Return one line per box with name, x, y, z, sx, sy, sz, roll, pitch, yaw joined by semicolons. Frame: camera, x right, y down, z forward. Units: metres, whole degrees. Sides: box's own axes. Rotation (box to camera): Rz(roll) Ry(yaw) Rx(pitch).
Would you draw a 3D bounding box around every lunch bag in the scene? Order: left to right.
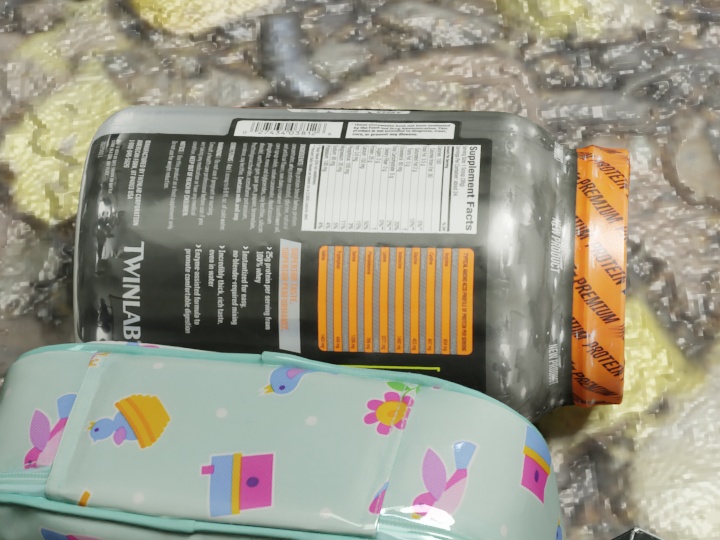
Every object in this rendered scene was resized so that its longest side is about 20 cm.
lunch bag;-0.025;0.102;0.833;0.200;0.161;0.077;6;52;16

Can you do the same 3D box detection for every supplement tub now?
supplement tub;0.000;0.000;0.916;0.200;0.123;0.123;2;57;6

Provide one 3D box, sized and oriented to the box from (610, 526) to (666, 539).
box;0.143;0.192;0.763;0.200;0.044;0.160;25;57;-19
